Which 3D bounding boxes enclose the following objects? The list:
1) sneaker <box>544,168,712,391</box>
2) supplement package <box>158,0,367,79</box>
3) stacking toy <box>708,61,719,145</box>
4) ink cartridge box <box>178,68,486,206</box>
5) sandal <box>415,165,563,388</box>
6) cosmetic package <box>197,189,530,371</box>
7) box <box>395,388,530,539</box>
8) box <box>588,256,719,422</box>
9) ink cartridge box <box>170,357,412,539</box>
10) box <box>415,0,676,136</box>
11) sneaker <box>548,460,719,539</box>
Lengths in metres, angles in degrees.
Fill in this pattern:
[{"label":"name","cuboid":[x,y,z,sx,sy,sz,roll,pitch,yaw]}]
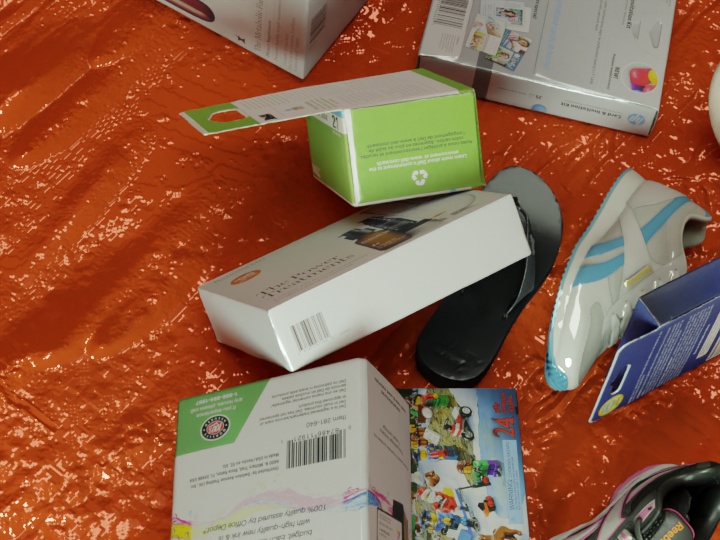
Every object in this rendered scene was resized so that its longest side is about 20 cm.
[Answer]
[{"label":"sneaker","cuboid":[0.196,0.010,1.351,0.080,0.077,0.200,23,59,15]},{"label":"supplement package","cuboid":[-0.099,-0.268,1.476,0.199,0.114,0.110,29,59,14]},{"label":"stacking toy","cuboid":[0.382,-0.162,1.463,0.146,0.147,0.200,33,46,15]},{"label":"ink cartridge box","cuboid":[-0.025,-0.094,1.352,0.199,0.148,0.076,-11,104,-11]},{"label":"sandal","cuboid":[0.104,0.001,1.369,0.076,0.043,0.201,19,58,7]},{"label":"cosmetic package","cuboid":[0.000,0.000,1.302,0.199,0.151,0.052,-26,103,-20]},{"label":"box","cuboid":[0.047,0.178,1.256,0.136,0.038,0.201,0,58,-5]},{"label":"box","cuboid":[0.249,0.033,1.316,0.199,0.121,0.032,-26,64,-20]},{"label":"ink cartridge box","cuboid":[-0.045,0.175,1.191,0.144,0.084,0.201,-14,56,21]},{"label":"box","cuboid":[0.157,-0.204,1.503,0.199,0.041,0.157,12,58,3]},{"label":"sneaker","cuboid":[0.180,0.187,1.212,0.080,0.086,0.200,46,57,-3]}]
